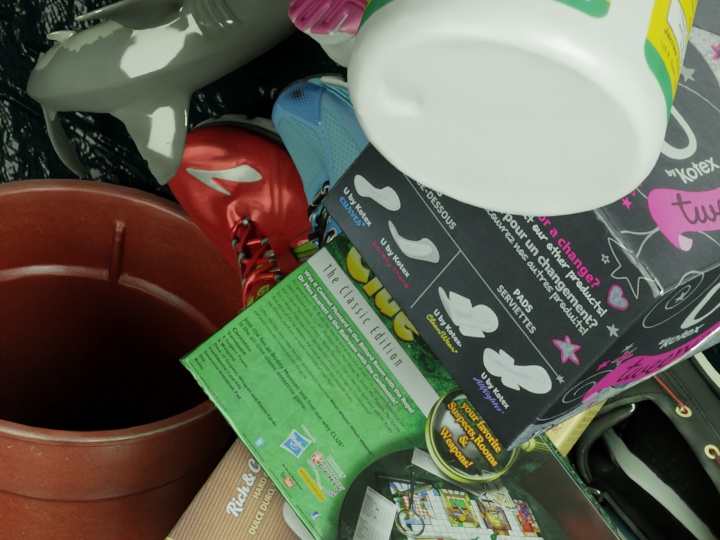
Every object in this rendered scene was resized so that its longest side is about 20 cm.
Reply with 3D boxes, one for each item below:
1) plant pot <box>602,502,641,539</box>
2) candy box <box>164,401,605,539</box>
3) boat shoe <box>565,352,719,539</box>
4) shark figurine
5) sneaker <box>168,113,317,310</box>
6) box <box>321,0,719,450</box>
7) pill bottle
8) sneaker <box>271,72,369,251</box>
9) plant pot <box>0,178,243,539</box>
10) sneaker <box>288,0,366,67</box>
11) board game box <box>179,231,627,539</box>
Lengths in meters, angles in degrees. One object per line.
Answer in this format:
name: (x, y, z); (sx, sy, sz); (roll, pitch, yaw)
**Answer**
plant pot: (0.155, 0.216, 1.244); (0.200, 0.141, 0.142); (22, 120, 30)
candy box: (0.019, 0.073, 1.233); (0.117, 0.056, 0.200); (37, 93, 9)
boat shoe: (0.117, 0.061, 1.271); (0.201, 0.063, 0.074); (47, 135, 25)
shark figurine: (-0.112, -0.082, 1.381); (0.214, 0.128, 0.090); (-18, 91, 45)
sneaker: (-0.031, 0.002, 1.370); (0.200, 0.085, 0.077); (45, 130, 21)
box: (0.111, -0.036, 1.142); (0.132, 0.200, 0.115); (53, 134, 14)
pill bottle: (0.070, -0.129, 1.020); (0.112, 0.200, 0.113); (12, 149, 7)
sneaker: (0.000, 0.000, 1.303); (0.078, 0.090, 0.200); (101, 147, -63)
plant pot: (-0.153, 0.091, 1.455); (0.201, 0.201, 0.196); (34, 134, 29)
sneaker: (0.032, -0.112, 1.221); (0.081, 0.200, 0.088); (-41, 94, 16)
board game box: (0.025, 0.084, 1.193); (0.105, 0.023, 0.200); (-38, 82, 7)
